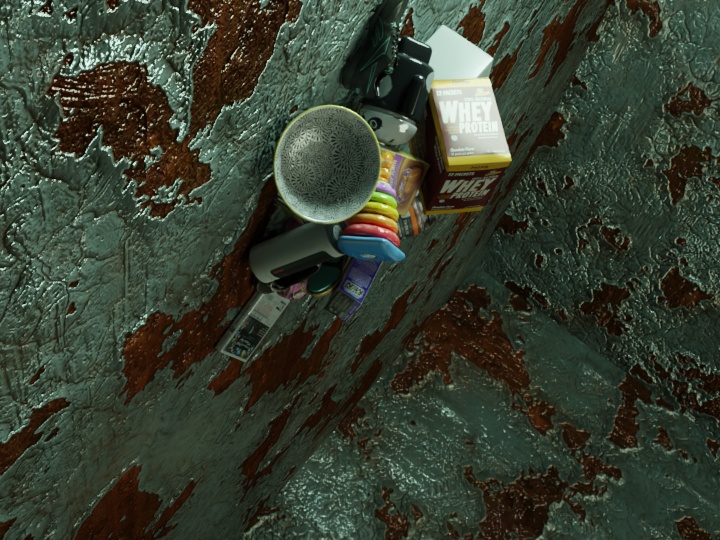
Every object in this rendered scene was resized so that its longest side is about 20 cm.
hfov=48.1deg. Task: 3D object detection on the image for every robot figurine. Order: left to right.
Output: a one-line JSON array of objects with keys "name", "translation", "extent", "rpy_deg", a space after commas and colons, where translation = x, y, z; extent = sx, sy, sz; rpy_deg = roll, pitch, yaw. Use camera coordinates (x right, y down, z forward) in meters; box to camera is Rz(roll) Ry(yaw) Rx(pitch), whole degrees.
[{"name": "robot figurine", "translation": [0.069, -0.345, 1.558], "extent": [0.150, 0.123, 0.203], "rpy_deg": [-5, 113, -77]}]

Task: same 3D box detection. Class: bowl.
[{"name": "bowl", "translation": [-0.072, -0.191, 1.437], "extent": [0.202, 0.200, 0.094], "rpy_deg": [-53, -155, -4]}]

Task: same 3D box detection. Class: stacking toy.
[{"name": "stacking toy", "translation": [0.031, -0.123, 1.492], "extent": [0.116, 0.108, 0.204], "rpy_deg": [31, 66, -63]}]

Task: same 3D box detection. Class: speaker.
[{"name": "speaker", "translation": [-0.119, -0.041, 1.557], "extent": [0.198, 0.082, 0.081], "rpy_deg": [-19, -175, 31]}]

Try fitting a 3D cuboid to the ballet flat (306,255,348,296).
[{"name": "ballet flat", "translation": [-0.063, 0.006, 1.747], "extent": [0.201, 0.067, 0.064], "rpy_deg": [-63, 158, -46]}]

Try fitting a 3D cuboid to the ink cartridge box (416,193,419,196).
[{"name": "ink cartridge box", "translation": [0.115, -0.198, 2.160], "extent": [0.147, 0.083, 0.199], "rpy_deg": [-62, 165, 24]}]

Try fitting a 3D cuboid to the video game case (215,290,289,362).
[{"name": "video game case", "translation": [-0.242, 0.119, 1.839], "extent": [0.183, 0.023, 0.200], "rpy_deg": [-54, 167, -6]}]

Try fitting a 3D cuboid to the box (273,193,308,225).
[{"name": "box", "translation": [-0.077, -0.190, 1.570], "extent": [0.201, 0.075, 0.050], "rpy_deg": [-52, 164, -8]}]

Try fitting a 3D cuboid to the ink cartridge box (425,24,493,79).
[{"name": "ink cartridge box", "translation": [0.188, -0.404, 1.806], "extent": [0.146, 0.144, 0.201], "rpy_deg": [-49, 165, -18]}]

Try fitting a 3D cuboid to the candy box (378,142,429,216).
[{"name": "candy box", "translation": [0.036, -0.184, 1.578], "extent": [0.198, 0.056, 0.118], "rpy_deg": [9, 112, -45]}]

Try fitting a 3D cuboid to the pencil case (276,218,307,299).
[{"name": "pencil case", "translation": [-0.134, -0.026, 1.731], "extent": [0.082, 0.086, 0.202], "rpy_deg": [-33, 153, -37]}]

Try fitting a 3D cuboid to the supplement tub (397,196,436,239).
[{"name": "supplement tub", "translation": [0.087, -0.128, 2.011], "extent": [0.197, 0.109, 0.107], "rpy_deg": [-19, 162, -2]}]

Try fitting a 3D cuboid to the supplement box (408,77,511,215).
[{"name": "supplement box", "translation": [0.195, -0.251, 1.652], "extent": [0.130, 0.201, 0.201], "rpy_deg": [-5, 157, -13]}]

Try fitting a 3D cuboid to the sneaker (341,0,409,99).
[{"name": "sneaker", "translation": [0.044, -0.407, 1.466], "extent": [0.202, 0.079, 0.075], "rpy_deg": [-61, 164, 17]}]

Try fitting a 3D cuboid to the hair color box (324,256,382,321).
[{"name": "hair color box", "translation": [0.000, 0.000, 1.761], "extent": [0.202, 0.064, 0.109], "rpy_deg": [-61, -175, -31]}]

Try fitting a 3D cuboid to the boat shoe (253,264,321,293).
[{"name": "boat shoe", "translation": [-0.153, 0.006, 1.655], "extent": [0.199, 0.066, 0.058], "rpy_deg": [-32, -136, 32]}]

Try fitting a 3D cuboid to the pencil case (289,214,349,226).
[{"name": "pencil case", "translation": [-0.044, -0.109, 1.613], "extent": [0.091, 0.197, 0.095], "rpy_deg": [-55, 165, -43]}]
